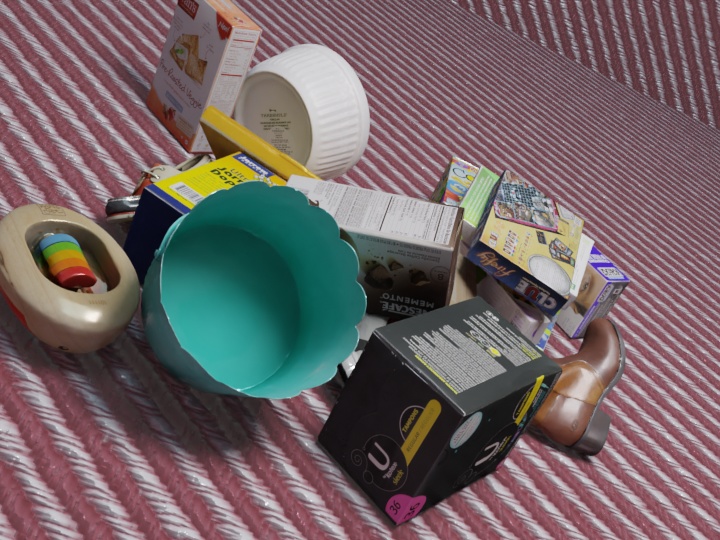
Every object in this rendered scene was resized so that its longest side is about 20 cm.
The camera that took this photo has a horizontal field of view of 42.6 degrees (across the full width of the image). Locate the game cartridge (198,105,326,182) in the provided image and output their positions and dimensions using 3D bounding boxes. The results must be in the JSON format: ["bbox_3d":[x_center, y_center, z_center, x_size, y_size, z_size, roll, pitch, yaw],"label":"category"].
[{"bbox_3d":[-0.113,-0.123,1.222,0.199,0.033,0.177,32,-12,9],"label":"game cartridge"}]

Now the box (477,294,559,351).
[{"bbox_3d":[0.206,0.066,1.283,0.121,0.048,0.200,30,28,8],"label":"box"}]

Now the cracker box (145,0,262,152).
[{"bbox_3d":[-0.229,-0.290,1.326,0.057,0.202,0.134,-6,42,-46],"label":"cracker box"}]

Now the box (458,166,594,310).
[{"bbox_3d":[0.226,-0.049,1.291,0.199,0.036,0.145,35,40,0],"label":"box"}]

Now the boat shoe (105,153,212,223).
[{"bbox_3d":[-0.239,-0.099,1.123,0.070,0.064,0.199,-1,13,28],"label":"boat shoe"}]

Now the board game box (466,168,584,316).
[{"bbox_3d":[0.221,-0.042,1.215,0.135,0.035,0.201,34,37,-2],"label":"board game box"}]

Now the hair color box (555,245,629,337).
[{"bbox_3d":[0.304,-0.004,1.418,0.064,0.110,0.200,0,38,-41],"label":"hair color box"}]

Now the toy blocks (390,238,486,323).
[{"bbox_3d":[0.084,0.031,1.140,0.199,0.099,0.139,33,51,-44],"label":"toy blocks"}]

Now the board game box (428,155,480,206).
[{"bbox_3d":[0.156,-0.079,1.417,0.102,0.106,0.201,26,27,-3],"label":"board game box"}]

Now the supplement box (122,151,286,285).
[{"bbox_3d":[-0.168,-0.048,1.076,0.109,0.110,0.200,33,29,12],"label":"supplement box"}]

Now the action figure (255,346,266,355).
[{"bbox_3d":[-0.094,0.044,1.058,0.065,0.052,0.201,14,29,-14],"label":"action figure"}]

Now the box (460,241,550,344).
[{"bbox_3d":[0.179,0.020,1.241,0.038,0.042,0.200,5,34,-36],"label":"box"}]

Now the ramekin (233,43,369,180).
[{"bbox_3d":[-0.093,-0.220,1.343,0.200,0.202,0.105,39,39,21],"label":"ramekin"}]

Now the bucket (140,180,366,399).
[{"bbox_3d":[-0.110,0.025,0.887,0.204,0.134,0.211,5,79,-27],"label":"bucket"}]

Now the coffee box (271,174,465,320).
[{"bbox_3d":[0.007,-0.021,1.009,0.197,0.114,0.080,12,41,8],"label":"coffee box"}]

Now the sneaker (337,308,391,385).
[{"bbox_3d":[-0.007,0.059,1.055,0.079,0.074,0.201,-24,52,-6],"label":"sneaker"}]

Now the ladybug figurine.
[{"bbox_3d":[-0.293,0.010,0.909,0.134,0.072,0.201,2,38,-37],"label":"ladybug figurine"}]

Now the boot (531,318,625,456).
[{"bbox_3d":[0.221,0.107,1.138,0.198,0.068,0.190,27,67,-13],"label":"boot"}]

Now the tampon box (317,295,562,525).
[{"bbox_3d":[0.084,0.137,0.947,0.126,0.151,0.199,41,31,26],"label":"tampon box"}]
